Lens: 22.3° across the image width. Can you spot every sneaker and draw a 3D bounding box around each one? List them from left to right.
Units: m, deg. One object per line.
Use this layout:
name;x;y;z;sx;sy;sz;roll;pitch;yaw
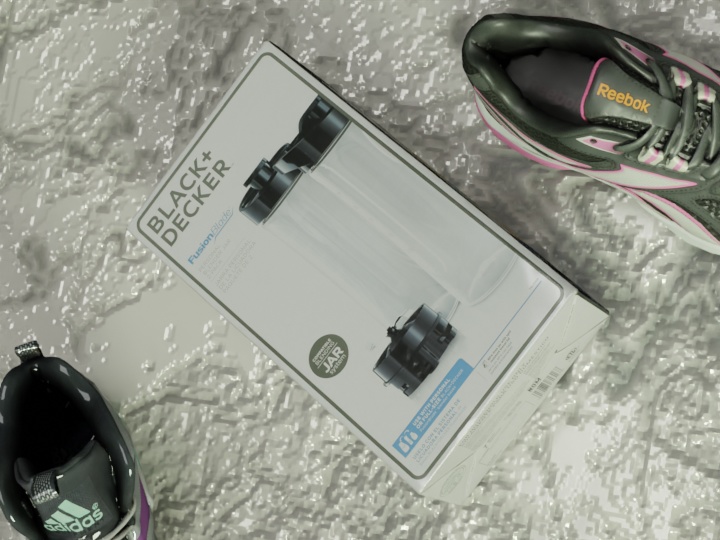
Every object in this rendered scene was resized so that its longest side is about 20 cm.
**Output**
sneaker;-0.123;0.127;0.819;0.077;0.140;0.201;-23;71;-8
sneaker;0.126;-0.060;0.788;0.199;0.086;0.081;17;88;24

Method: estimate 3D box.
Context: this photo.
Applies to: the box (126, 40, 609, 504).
box;0.000;0.000;0.844;0.200;0.060;0.117;41;96;24
